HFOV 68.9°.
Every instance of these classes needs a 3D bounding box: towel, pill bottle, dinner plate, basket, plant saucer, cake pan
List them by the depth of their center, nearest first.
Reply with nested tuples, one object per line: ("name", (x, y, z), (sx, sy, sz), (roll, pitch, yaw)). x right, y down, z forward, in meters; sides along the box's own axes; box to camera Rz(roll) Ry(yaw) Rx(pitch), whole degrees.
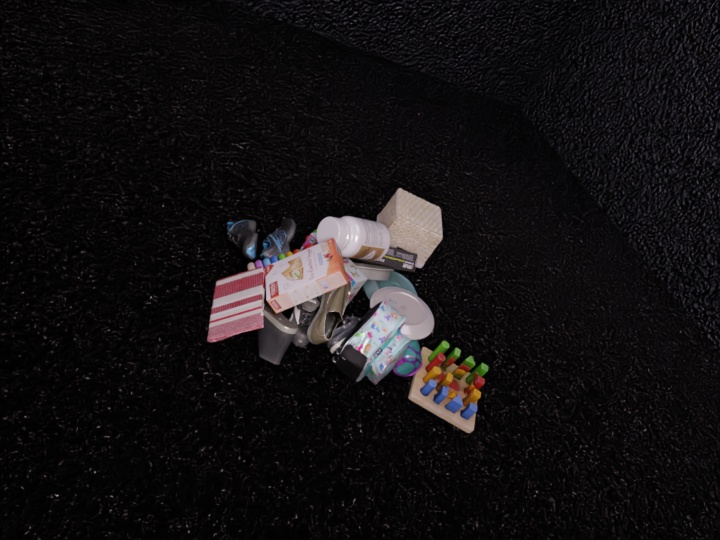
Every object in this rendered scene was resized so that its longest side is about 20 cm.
("towel", (-0.307, 0.082, 1.313), (0.144, 0.023, 0.200), (-16, 44, 9))
("pill bottle", (-0.020, -0.091, 1.457), (0.200, 0.114, 0.114), (6, 43, -48))
("dinner plate", (0.124, 0.115, 1.511), (0.200, 0.024, 0.200), (14, 39, -12))
("cake pan", (0.000, 0.000, 1.586), (0.200, 0.037, 0.200), (8, 3, 0))
("plant saucer", (0.106, 0.063, 1.679), (0.200, 0.036, 0.200), (19, 40, -17))
("basket", (0.170, -0.150, 1.857), (0.198, 0.161, 0.200), (23, 40, -13))

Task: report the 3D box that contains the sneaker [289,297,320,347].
("sneaker", (-0.148, 0.111, 1.402), (0.066, 0.091, 0.200), (20, 39, -14))

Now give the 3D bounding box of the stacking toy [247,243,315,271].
("stacking toy", (-0.203, -0.019, 1.433), (0.200, 0.085, 0.085), (-25, 58, -7))

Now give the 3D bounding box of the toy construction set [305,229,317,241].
("toy construction set", (-0.091, -0.096, 1.632), (0.092, 0.131, 0.200), (57, -12, -25))

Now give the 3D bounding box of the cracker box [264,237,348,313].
("cracker box", (-0.140, 0.011, 1.322), (0.134, 0.200, 0.058), (-106, 170, -50))

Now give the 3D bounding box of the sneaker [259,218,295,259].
("sneaker", (-0.246, -0.097, 1.574), (0.082, 0.073, 0.200), (20, 39, -15))

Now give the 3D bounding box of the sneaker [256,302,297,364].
("sneaker", (-0.241, 0.149, 1.318), (0.075, 0.106, 0.200), (20, 8, -39))

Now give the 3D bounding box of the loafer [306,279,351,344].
("loafer", (-0.066, 0.104, 1.369), (0.075, 0.070, 0.200), (37, 67, -39))

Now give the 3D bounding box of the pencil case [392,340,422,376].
("pencil case", (0.121, 0.198, 1.501), (0.092, 0.085, 0.200), (42, 27, -37))

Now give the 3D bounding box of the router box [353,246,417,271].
("router box", (0.058, -0.047, 1.672), (0.200, 0.062, 0.150), (13, -2, -25))

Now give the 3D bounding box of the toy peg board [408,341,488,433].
("toy peg board", (0.259, 0.309, 1.468), (0.200, 0.098, 0.199), (30, 37, -3))

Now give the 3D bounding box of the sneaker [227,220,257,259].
("sneaker", (-0.335, -0.087, 1.478), (0.082, 0.073, 0.200), (5, 21, -18))

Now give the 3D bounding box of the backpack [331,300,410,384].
("backpack", (0.041, 0.183, 1.348), (0.150, 0.178, 0.200), (32, 63, 8))

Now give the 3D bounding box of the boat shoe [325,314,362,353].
("boat shoe", (-0.030, 0.155, 1.451), (0.066, 0.075, 0.199), (48, 50, 11))

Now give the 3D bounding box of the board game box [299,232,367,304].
("board game box", (-0.097, 0.010, 1.497), (0.200, 0.148, 0.064), (46, 29, 17))
